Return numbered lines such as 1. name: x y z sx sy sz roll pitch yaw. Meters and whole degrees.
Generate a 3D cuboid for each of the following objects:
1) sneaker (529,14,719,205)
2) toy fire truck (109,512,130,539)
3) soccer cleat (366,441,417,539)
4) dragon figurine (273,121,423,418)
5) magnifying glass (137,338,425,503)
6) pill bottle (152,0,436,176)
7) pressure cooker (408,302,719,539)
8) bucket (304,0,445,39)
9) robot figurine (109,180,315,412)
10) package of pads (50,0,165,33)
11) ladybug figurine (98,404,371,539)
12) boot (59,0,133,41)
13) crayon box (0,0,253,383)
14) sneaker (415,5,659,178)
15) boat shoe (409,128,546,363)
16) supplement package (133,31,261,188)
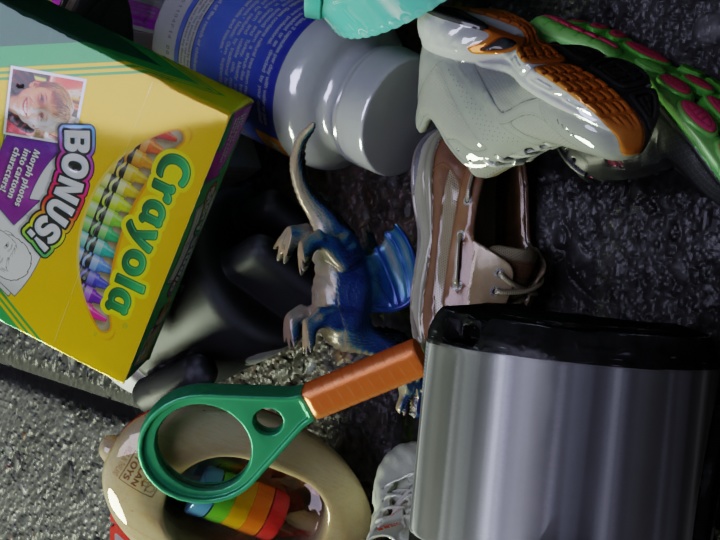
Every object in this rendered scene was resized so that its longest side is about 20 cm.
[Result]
1. sneaker: 0.167 -0.084 1.044 0.200 0.076 0.084 41 123 44
2. toy fire truck: -0.113 0.247 1.304 0.199 0.049 0.142 10 99 42
3. soccer cleat: 0.031 0.171 1.111 0.069 0.077 0.200 -41 30 21
4. dragon figurine: 0.000 0.000 1.156 0.059 0.099 0.201 -173 76 -67
5. magnifying glass: -0.051 0.090 1.117 0.199 0.022 0.080 -22 110 16
6. pill bottle: -0.040 -0.134 1.193 0.200 0.112 0.113 29 109 38
7. pressure cooker: 0.114 0.125 1.018 0.178 0.175 0.201 7 92 45
8. bucket: 0.012 -0.250 1.076 0.207 0.208 0.135 -17 123 40
9. robot figurine: -0.111 0.015 1.248 0.200 0.150 0.125 -27 89 38
10. package of pads: -0.231 -0.259 1.330 0.200 0.154 0.068 43 112 33
11. ladybug figurine: -0.086 0.148 1.207 0.136 0.199 0.072 -57 20 18
12. boot: -0.242 -0.125 1.252 0.150 0.073 0.201 30 114 38
13. crayon box: -0.187 -0.055 1.152 0.172 0.058 0.201 26 109 8
14. sneaker: 0.099 -0.089 1.023 0.200 0.075 0.092 38 125 53
15. boat shoe: 0.078 0.003 1.114 0.072 0.076 0.201 -10 86 45
16. supplement package: -0.190 -0.081 1.327 0.200 0.113 0.110 -33 68 38
